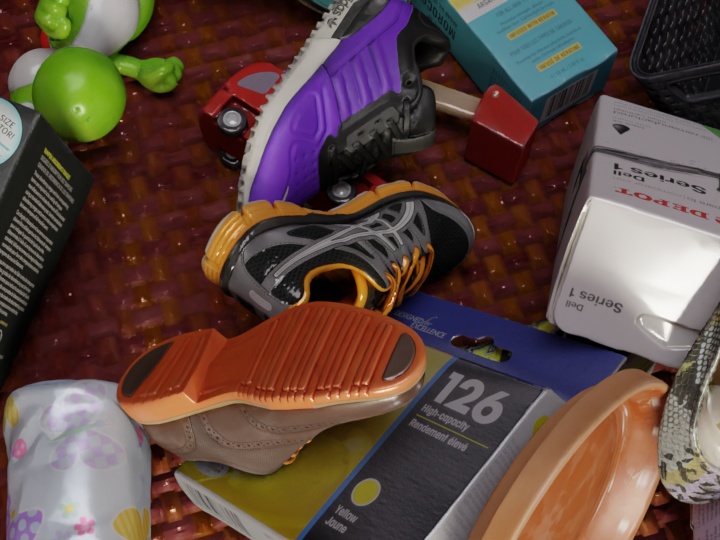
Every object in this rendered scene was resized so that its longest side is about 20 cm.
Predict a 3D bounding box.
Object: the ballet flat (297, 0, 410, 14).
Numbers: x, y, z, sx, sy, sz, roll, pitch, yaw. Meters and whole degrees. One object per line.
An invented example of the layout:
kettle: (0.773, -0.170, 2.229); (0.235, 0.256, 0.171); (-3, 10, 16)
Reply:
ballet flat: (-0.056, -0.233, 0.948); (0.198, 0.071, 0.072); (18, 61, -21)

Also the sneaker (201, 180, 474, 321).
sneaker: (0.000, 0.000, 0.809); (0.198, 0.079, 0.077); (-11, 43, -39)

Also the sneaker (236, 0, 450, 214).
sneaker: (-0.002, -0.094, 0.834); (0.099, 0.070, 0.202); (26, 66, 7)

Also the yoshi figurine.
yoshi figurine: (-0.176, -0.157, 0.890); (0.111, 0.112, 0.202); (18, 67, -2)

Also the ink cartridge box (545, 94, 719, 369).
ink cartridge box: (0.197, -0.022, 0.804); (0.144, 0.085, 0.200); (17, 26, 4)

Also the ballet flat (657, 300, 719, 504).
ballet flat: (0.208, 0.048, 0.681); (0.071, 0.203, 0.072); (15, 22, -6)

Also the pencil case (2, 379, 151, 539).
pencil case: (-0.165, 0.162, 0.747); (0.089, 0.083, 0.203); (-8, 64, 5)

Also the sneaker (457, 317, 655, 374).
sneaker: (0.095, 0.064, 0.815); (0.198, 0.077, 0.076); (-23, 69, -13)

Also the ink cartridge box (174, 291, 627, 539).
ink cartridge box: (0.018, 0.085, 0.759); (0.196, 0.047, 0.200); (16, 59, 49)

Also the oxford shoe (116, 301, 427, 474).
oxford shoe: (-0.040, 0.069, 0.723); (0.198, 0.073, 0.072); (-7, 38, 37)

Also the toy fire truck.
toy fire truck: (0.005, -0.096, 0.902); (0.199, 0.049, 0.142); (33, 66, 13)

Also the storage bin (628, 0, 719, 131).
storage bin: (0.283, -0.186, 0.903); (0.134, 0.094, 0.202); (-5, 53, 45)

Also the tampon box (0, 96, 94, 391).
tampon box: (-0.274, -0.010, 0.774); (0.148, 0.126, 0.202); (20, 79, 8)

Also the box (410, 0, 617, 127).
box: (0.092, -0.199, 0.958); (0.082, 0.049, 0.201); (-30, 70, -17)

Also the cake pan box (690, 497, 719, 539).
cake pan box: (0.264, 0.095, 0.724); (0.052, 0.184, 0.201); (39, 36, -16)

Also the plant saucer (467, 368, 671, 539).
plant saucer: (0.104, 0.142, 0.712); (0.032, 0.201, 0.201); (29, 64, 30)
